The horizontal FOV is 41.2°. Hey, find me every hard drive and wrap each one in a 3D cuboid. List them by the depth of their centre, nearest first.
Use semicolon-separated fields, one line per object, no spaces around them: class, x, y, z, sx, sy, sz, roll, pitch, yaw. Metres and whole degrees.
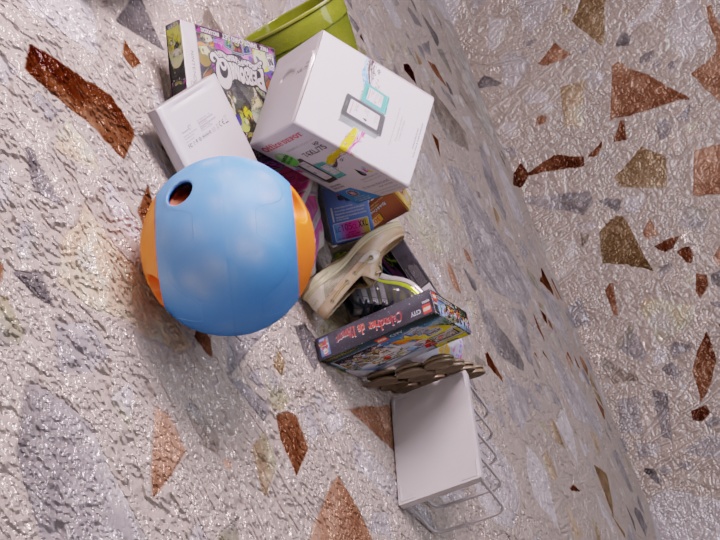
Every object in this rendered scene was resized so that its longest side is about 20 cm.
hard drive;-0.193;-0.145;1.282;0.132;0.026;0.202;-46;118;-48

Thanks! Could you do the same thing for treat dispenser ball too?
treat dispenser ball;-0.150;-0.027;1.089;0.201;0.199;0.203;49;25;-33

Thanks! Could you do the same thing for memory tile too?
memory tile;0.108;0.170;1.556;0.199;0.151;0.017;25;48;-62

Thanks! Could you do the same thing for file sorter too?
file sorter;0.142;0.293;1.522;0.125;0.137;0.202;51;24;-38

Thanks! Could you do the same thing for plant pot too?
plant pot;-0.078;-0.350;1.651;0.195;0.198;0.201;61;21;-20

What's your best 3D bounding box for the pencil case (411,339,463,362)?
pencil case;0.114;0.127;1.719;0.090;0.084;0.199;27;1;31

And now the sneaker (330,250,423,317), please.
sneaker;0.024;0.047;1.507;0.081;0.197;0.075;-53;157;-33

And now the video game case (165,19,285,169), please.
video game case;-0.188;-0.246;1.369;0.199;0.035;0.185;3;78;-54

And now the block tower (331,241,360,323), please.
block tower;0.006;0.040;1.594;0.058;0.053;0.203;29;41;-56

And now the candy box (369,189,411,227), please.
candy box;-0.005;-0.172;1.721;0.201;0.115;0.057;56;21;-20

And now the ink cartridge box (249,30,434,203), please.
ink cartridge box;-0.028;-0.212;1.365;0.198;0.146;0.148;25;72;-26

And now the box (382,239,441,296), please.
box;0.068;0.007;1.655;0.144;0.036;0.200;56;-10;-9

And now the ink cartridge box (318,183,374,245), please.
ink cartridge box;-0.041;-0.152;1.532;0.136;0.075;0.204;-141;-143;-76

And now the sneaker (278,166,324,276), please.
sneaker;-0.096;-0.072;1.436;0.088;0.080;0.203;49;41;-50

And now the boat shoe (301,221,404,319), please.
boat shoe;0.000;0.000;1.460;0.065;0.199;0.072;46;-26;14

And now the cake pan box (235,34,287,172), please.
cake pan box;-0.165;-0.252;1.523;0.185;0.052;0.202;52;24;-35

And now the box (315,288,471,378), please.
box;0.050;0.098;1.429;0.136;0.198;0.038;31;40;-56
